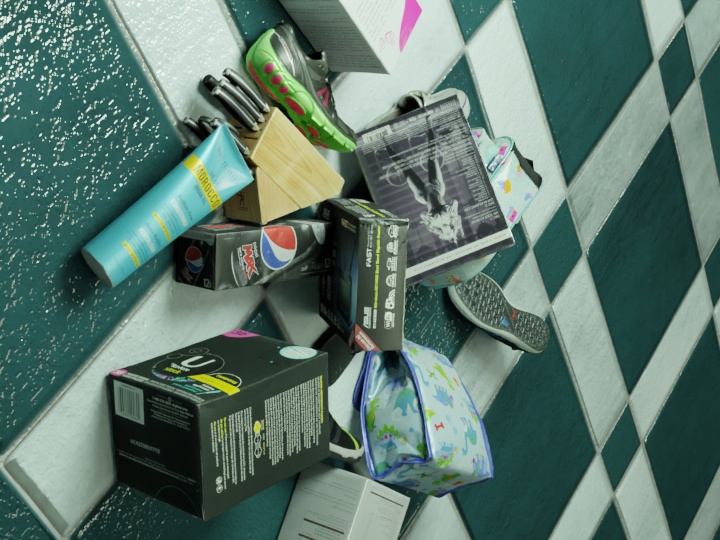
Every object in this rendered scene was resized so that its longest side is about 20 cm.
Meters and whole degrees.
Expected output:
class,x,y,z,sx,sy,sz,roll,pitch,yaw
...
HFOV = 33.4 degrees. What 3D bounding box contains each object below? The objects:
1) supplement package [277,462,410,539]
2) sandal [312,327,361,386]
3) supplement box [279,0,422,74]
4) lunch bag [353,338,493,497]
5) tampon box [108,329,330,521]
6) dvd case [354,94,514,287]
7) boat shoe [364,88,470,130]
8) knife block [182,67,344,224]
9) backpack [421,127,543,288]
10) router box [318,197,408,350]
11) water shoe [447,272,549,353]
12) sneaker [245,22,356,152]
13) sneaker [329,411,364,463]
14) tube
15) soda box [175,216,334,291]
class,x,y,z,sx,sy,sz,roll,pitch,yaw
supplement package,-0.036,0.361,1.533,0.113,0.108,0.203,35,71,-49
sandal,0.005,0.073,1.567,0.201,0.047,0.076,-55,136,-27
supplement box,-0.025,-0.332,1.395,0.200,0.102,0.102,49,60,-44
lunch bag,0.080,0.191,1.634,0.169,0.126,0.203,27,49,-51
tampon box,-0.150,0.159,1.310,0.199,0.148,0.129,-19,113,-48
dvd case,0.089,-0.100,1.490,0.016,0.147,0.203,91,-22,-82
boat shoe,0.073,-0.203,1.579,0.199,0.071,0.067,-35,126,-34
knife block,-0.109,-0.152,1.360,0.199,0.063,0.179,-24,117,-46
backpack,0.122,-0.082,1.584,0.153,0.175,0.202,41,67,-29
router box,0.000,0.000,1.428,0.061,0.200,0.153,1,99,-15
water shoe,0.191,0.068,1.788,0.199,0.079,0.072,35,65,-22
sneaker,-0.053,-0.210,1.408,0.085,0.076,0.200,-59,139,-18
sneaker,-0.054,0.185,1.501,0.199,0.071,0.084,27,76,-51
tube,-0.198,-0.064,1.245,0.200,0.050,0.078,-43,136,-21
soda box,-0.117,-0.022,1.373,0.198,0.070,0.065,-9,105,-51
